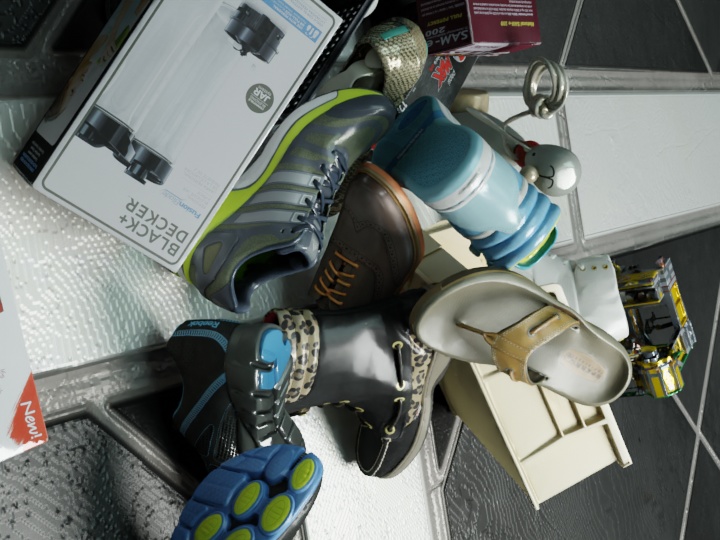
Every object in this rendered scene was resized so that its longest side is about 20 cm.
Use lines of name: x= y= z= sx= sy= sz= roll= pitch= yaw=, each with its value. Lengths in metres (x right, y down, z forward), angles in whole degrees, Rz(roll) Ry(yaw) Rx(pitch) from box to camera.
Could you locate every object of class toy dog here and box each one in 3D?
toy dog: x=0.107 y=-0.112 z=1.060 sx=0.096 sy=0.200 sz=0.133 roll=-12 pitch=91 yaw=-25

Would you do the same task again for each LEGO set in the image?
LEGO set: x=0.248 y=0.057 z=1.197 sx=0.154 sy=0.199 sz=0.116 roll=-36 pitch=111 yaw=-44

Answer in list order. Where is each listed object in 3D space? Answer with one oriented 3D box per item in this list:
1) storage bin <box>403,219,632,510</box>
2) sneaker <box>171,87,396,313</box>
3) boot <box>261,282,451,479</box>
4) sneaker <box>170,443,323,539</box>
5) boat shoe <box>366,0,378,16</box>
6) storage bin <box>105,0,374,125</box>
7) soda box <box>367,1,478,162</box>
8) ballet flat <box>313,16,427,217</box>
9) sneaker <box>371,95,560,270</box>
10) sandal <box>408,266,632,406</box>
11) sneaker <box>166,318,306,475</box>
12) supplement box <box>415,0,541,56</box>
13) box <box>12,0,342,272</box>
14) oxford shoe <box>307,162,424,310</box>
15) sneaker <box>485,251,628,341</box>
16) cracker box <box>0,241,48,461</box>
storage bin: x=0.120 y=0.070 z=1.009 sx=0.093 sy=0.200 sz=0.199 roll=-28 pitch=114 yaw=-6
sneaker: x=-0.044 y=-0.046 z=0.824 sx=0.200 sy=0.081 sz=0.074 roll=-44 pitch=151 yaw=1
boot: x=-0.015 y=0.095 z=0.915 sx=0.150 sy=0.201 sz=0.073 roll=-4 pitch=45 yaw=-26
sneaker: x=-0.089 y=0.203 z=0.778 sx=0.200 sy=0.071 sz=0.083 roll=-59 pitch=149 yaw=0
boat shoe: x=-0.009 y=-0.319 z=1.012 sx=0.064 sy=0.070 sz=0.201 roll=-12 pitch=92 yaw=-53
storage bin: x=-0.083 y=-0.208 z=0.873 sx=0.135 sy=0.093 sz=0.200 roll=56 pitch=43 yaw=-31
soda box: x=0.049 y=-0.179 z=1.066 sx=0.063 sy=0.071 sz=0.200 roll=56 pitch=43 yaw=-27
ballet flat: x=-0.019 y=-0.112 z=0.893 sx=0.075 sy=0.200 sz=0.068 roll=-23 pitch=66 yaw=-43
sneaker: x=0.085 y=-0.061 z=0.904 sx=0.130 sy=0.080 sz=0.200 roll=39 pitch=9 yaw=-22
sandal: x=0.130 y=0.058 z=0.864 sx=0.199 sy=0.081 sz=0.054 roll=25 pitch=18 yaw=-24
sneaker: x=-0.089 y=0.120 z=0.833 sx=0.073 sy=0.082 sz=0.201 roll=-46 pitch=140 yaw=-56
supplement box: x=0.096 y=-0.295 z=1.032 sx=0.109 sy=0.061 sz=0.201 roll=-11 pitch=93 yaw=-47
box: x=-0.116 y=-0.114 z=0.742 sx=0.116 sy=0.060 sz=0.200 roll=35 pitch=90 yaw=-33
oxford shoe: x=0.000 y=0.000 z=0.909 sx=0.073 sy=0.071 sz=0.200 roll=-40 pitch=152 yaw=-29
sneaker: x=0.185 y=-0.002 z=1.143 sx=0.201 sy=0.115 sz=0.074 roll=62 pitch=-6 yaw=13
cracker box: x=-0.268 y=0.059 z=0.601 sx=0.200 sy=0.057 sz=0.135 roll=-22 pitch=103 yaw=-54
